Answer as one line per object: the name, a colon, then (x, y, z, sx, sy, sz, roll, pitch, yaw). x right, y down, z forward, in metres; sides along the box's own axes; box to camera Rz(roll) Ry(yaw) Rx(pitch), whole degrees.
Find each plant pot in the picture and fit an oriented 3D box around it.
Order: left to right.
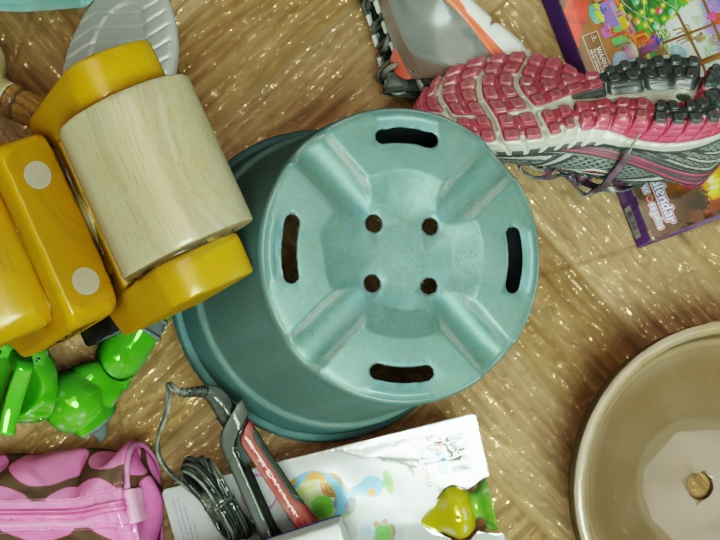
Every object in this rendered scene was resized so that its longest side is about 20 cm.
plant pot: (0.000, 0.000, 0.709, 0.198, 0.196, 0.203, 1, 84, -14)
plant pot: (0.221, 0.135, 0.770, 0.198, 0.093, 0.203, 0, 83, -3)

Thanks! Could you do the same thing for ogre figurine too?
ogre figurine: (-0.213, 0.034, 0.761, 0.199, 0.098, 0.121, 16, 87, -44)

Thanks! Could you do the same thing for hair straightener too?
hair straightener: (-0.066, 0.153, 0.734, 0.077, 0.041, 0.201, -31, 99, 8)

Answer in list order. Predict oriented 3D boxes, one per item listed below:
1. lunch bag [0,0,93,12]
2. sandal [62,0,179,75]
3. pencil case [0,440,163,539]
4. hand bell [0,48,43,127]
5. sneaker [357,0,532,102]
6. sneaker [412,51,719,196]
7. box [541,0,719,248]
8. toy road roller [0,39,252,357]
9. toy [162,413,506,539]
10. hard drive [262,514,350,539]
lunch bag: (-0.243, -0.248, 0.742, 0.122, 0.199, 0.171, -35, 82, 36)
sandal: (-0.147, -0.095, 0.806, 0.082, 0.050, 0.205, -12, 65, 12)
pencil case: (-0.220, 0.146, 0.753, 0.198, 0.094, 0.092, -3, 69, -4)
hand bell: (-0.205, -0.102, 0.763, 0.198, 0.104, 0.105, 25, 83, 10)
sneaker: (0.032, -0.158, 0.810, 0.200, 0.077, 0.082, 45, 90, 4)
sneaker: (0.128, -0.081, 0.764, 0.198, 0.075, 0.081, 3, 48, 4)
box: (0.214, -0.133, 0.828, 0.136, 0.039, 0.202, -20, 84, -4)
toy road roller: (-0.159, -0.016, 0.636, 0.145, 0.200, 0.124, -25, 90, -33)
toy: (-0.011, 0.165, 0.778, 0.198, 0.047, 0.116, -14, 94, 7)
hard drive: (-0.083, 0.234, 0.716, 0.198, 0.025, 0.133, -19, 95, 6)
